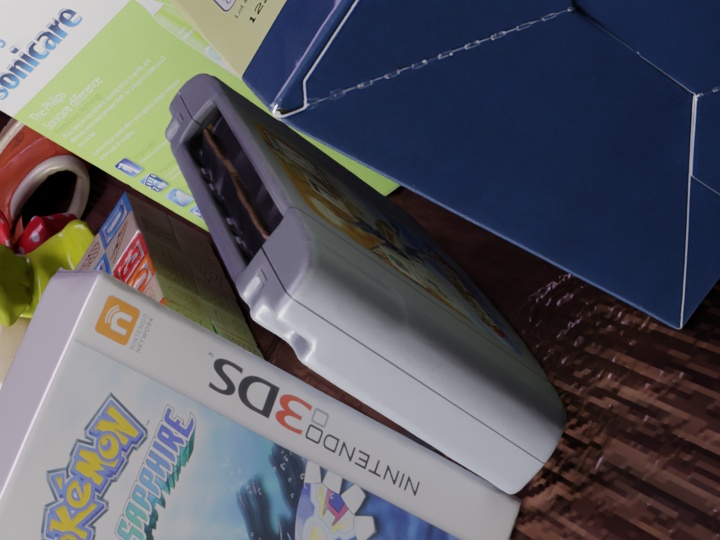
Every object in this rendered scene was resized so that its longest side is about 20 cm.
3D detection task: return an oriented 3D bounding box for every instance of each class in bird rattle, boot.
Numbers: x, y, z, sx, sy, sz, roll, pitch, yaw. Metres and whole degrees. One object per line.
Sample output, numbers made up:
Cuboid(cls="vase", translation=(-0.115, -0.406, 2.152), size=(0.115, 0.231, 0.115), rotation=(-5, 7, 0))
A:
Cuboid(cls="bird rattle", translation=(-0.228, 0.036, 1.021), size=(0.200, 0.112, 0.165), rotation=(4, 83, 65))
Cuboid(cls="boot", translation=(-0.262, -0.030, 1.175), size=(0.200, 0.075, 0.108), rotation=(-50, 33, 19))

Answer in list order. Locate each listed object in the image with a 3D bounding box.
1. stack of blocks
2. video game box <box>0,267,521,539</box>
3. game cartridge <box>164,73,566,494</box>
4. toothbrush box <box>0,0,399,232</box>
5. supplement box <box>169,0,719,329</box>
Cuboid(cls="stack of blocks", translation=(-0.114, 0.054, 0.832), size=(0.116, 0.058, 0.200), rotation=(-55, 27, 12))
Cuboid(cls="video game box", translation=(-0.055, 0.128, 0.511), size=(0.047, 0.181, 0.202), rotation=(-6, 59, 59))
Cuboid(cls="game cartridge", translation=(0.000, 0.000, 0.595), size=(0.042, 0.133, 0.200), rotation=(-55, 27, 11))
Cuboid(cls="toothbrush box", translation=(-0.071, -0.105, 0.754), size=(0.145, 0.199, 0.087), rotation=(-33, 37, 45))
Cuboid(cls="supplement box", translation=(0.033, -0.114, 0.527), size=(0.135, 0.199, 0.200), rotation=(-54, 44, 12))
